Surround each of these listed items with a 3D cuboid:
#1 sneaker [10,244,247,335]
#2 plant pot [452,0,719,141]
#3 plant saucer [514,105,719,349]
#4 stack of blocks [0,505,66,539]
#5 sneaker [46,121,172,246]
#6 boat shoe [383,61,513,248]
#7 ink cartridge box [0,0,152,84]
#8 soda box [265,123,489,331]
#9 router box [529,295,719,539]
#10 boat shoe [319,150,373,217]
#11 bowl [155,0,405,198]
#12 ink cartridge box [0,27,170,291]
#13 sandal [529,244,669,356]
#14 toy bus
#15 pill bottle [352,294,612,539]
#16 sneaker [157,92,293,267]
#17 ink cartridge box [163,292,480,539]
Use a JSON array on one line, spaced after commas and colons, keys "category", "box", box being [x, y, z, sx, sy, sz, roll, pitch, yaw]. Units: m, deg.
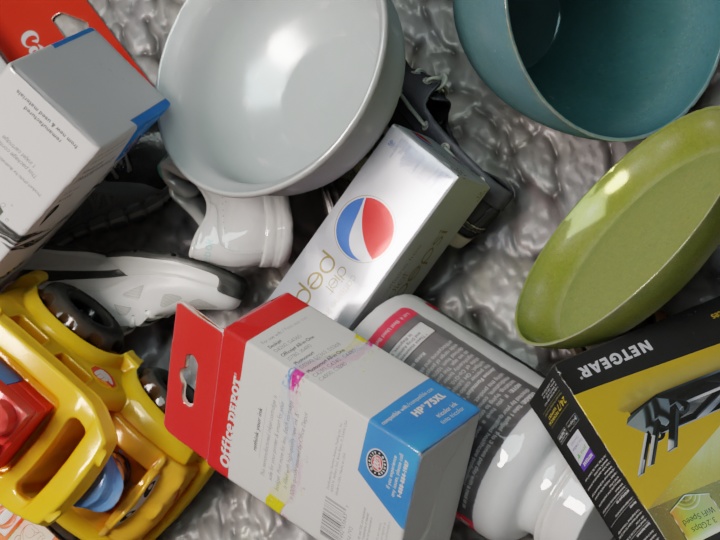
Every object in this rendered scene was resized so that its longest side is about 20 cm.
[{"category": "sneaker", "box": [-0.181, 0.045, 1.270, 0.200, 0.076, 0.116, 3, 81, 21]}, {"category": "plant pot", "box": [0.143, -0.192, 1.214, 0.135, 0.200, 0.200, 7, 64, 58]}, {"category": "plant saucer", "box": [0.180, -0.021, 1.103, 0.031, 0.200, 0.200, 40, 81, -14]}, {"category": "stack of blocks", "box": [-0.269, 0.215, 1.216, 0.200, 0.059, 0.115, 37, 82, 27]}, {"category": "sneaker", "box": [-0.222, -0.075, 1.298, 0.200, 0.116, 0.075, -30, 62, 3]}, {"category": "boat shoe", "box": [0.050, -0.115, 1.250, 0.063, 0.073, 0.200, -36, 67, 25]}, {"category": "ink cartridge box", "box": [-0.290, -0.164, 1.401, 0.173, 0.044, 0.200, -39, 62, -1]}, {"category": "soda box", "box": [0.000, 0.000, 1.188, 0.064, 0.068, 0.200, 41, 102, 21]}, {"category": "router box", "box": [0.229, 0.101, 1.060, 0.200, 0.052, 0.157, -20, 65, -26]}, {"category": "boat shoe", "box": [-0.033, -0.094, 1.273, 0.065, 0.073, 0.200, -30, 62, -3]}, {"category": "bowl", "box": [-0.041, -0.133, 1.197, 0.201, 0.090, 0.202, -13, 66, 32]}, {"category": "ink cartridge box", "box": [-0.241, -0.059, 1.171, 0.084, 0.146, 0.200, 43, 112, -3]}, {"category": "sandal", "box": [0.187, 0.047, 1.152, 0.082, 0.055, 0.200, -41, 62, -3]}, {"category": "toy bus", "box": [-0.208, 0.107, 1.145, 0.200, 0.192, 0.136, 41, 97, 3]}, {"category": "pill bottle", "box": [0.081, 0.109, 1.126, 0.200, 0.111, 0.111, 32, 79, 27]}, {"category": "sneaker", "box": [-0.110, -0.088, 1.270, 0.088, 0.075, 0.200, -4, 51, -16]}, {"category": "ink cartridge box", "box": [-0.030, 0.096, 1.091, 0.200, 0.116, 0.067, 31, 39, 27]}]
